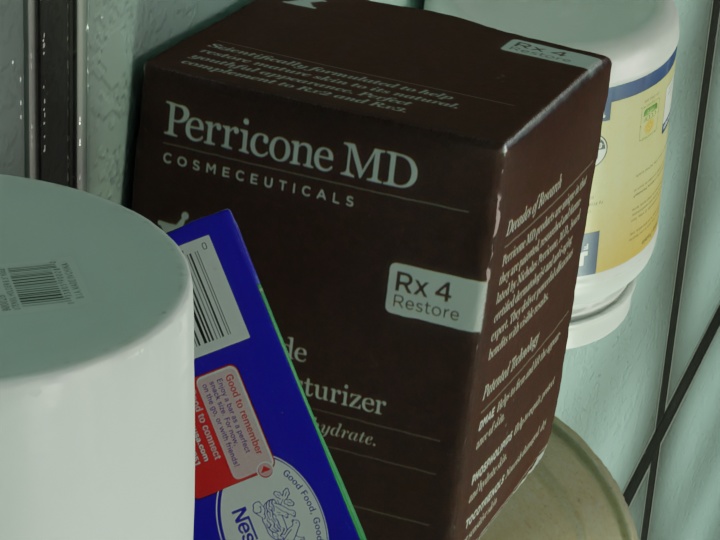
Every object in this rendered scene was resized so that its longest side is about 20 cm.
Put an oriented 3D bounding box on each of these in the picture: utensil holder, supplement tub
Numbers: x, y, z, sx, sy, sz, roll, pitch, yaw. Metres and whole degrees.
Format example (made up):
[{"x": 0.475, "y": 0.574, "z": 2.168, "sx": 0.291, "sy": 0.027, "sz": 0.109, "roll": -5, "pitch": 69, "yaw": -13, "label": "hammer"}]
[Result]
[{"x": -0.132, "y": 0.090, "z": 0.769, "sx": 0.170, "sy": 0.169, "sz": 0.201, "roll": -46, "pitch": 143, "yaw": -60, "label": "utensil holder"}, {"x": 0.103, "y": -0.069, "z": 1.461, "sx": 0.145, "sy": 0.144, "sz": 0.201, "roll": -55, "pitch": 153, "yaw": -51, "label": "supplement tub"}]

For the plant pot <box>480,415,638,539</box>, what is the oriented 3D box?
[{"x": 0.021, "y": 0.174, "z": 1.348, "sx": 0.183, "sy": 0.200, "sz": 0.202, "roll": -12, "pitch": 115, "yaw": -59, "label": "plant pot"}]

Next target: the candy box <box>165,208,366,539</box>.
[{"x": -0.056, "y": 0.087, "z": 0.931, "sx": 0.200, "sy": 0.077, "sz": 0.170, "roll": 127, "pitch": -59, "yaw": -75, "label": "candy box"}]

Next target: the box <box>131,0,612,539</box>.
[{"x": 0.000, "y": 0.000, "z": 1.132, "sx": 0.164, "sy": 0.165, "sz": 0.201, "roll": -41, "pitch": 141, "yaw": -62, "label": "box"}]
